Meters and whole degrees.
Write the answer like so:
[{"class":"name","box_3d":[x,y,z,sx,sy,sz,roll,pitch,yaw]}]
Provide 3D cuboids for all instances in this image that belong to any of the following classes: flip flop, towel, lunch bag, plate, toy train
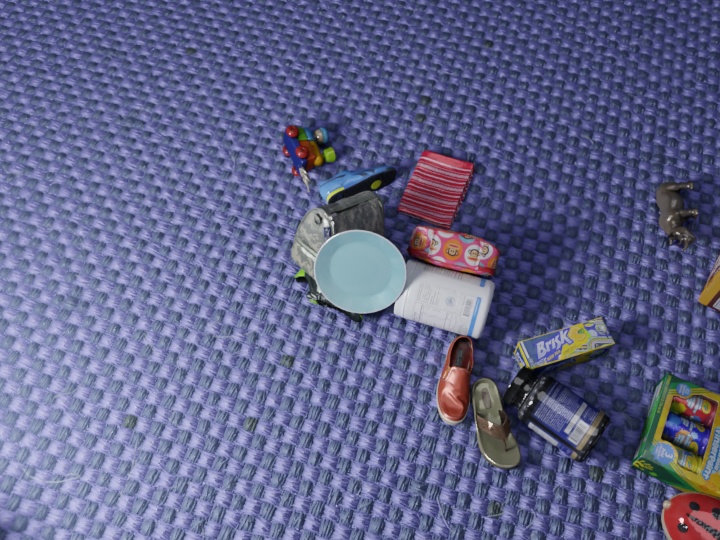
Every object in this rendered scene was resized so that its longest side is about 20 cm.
[{"class":"flip flop","box_3d":[0.276,0.311,1.553,0.080,0.058,0.202,-7,60,-4]},{"class":"towel","box_3d":[0.189,-0.205,1.870,0.143,0.023,0.201,19,62,12]},{"class":"lunch bag","box_3d":[0.206,-0.044,1.698,0.198,0.176,0.083,15,91,-1]},{"class":"plate","box_3d":[0.000,0.000,1.598,0.198,0.202,0.026,5,30,4]},{"class":"toy train","box_3d":[-0.113,-0.277,1.887,0.115,0.085,0.201,-13,60,-22]},{"class":"lunch bag","box_3d":[-0.045,-0.085,1.684,0.139,0.169,0.199,40,42,26]}]

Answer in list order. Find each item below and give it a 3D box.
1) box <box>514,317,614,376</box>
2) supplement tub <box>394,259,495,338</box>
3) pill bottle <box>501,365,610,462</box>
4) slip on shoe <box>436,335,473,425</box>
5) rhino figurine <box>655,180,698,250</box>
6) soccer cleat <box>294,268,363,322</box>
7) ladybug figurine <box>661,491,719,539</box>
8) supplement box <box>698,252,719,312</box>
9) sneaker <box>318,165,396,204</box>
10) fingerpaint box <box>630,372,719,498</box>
[{"class":"box","box_3d":[0.439,0.169,1.630,0.198,0.064,0.071,-16,61,-8]},{"class":"supplement tub","box_3d":[0.185,0.062,1.655,0.198,0.132,0.133,16,61,10]},{"class":"pill bottle","box_3d":[0.393,0.287,1.535,0.199,0.112,0.112,35,66,18]},{"class":"slip on shoe","box_3d":[0.204,0.228,1.600,0.073,0.061,0.202,12,62,5]},{"class":"rhino figurine","box_3d":[0.757,-0.132,1.800,0.087,0.060,0.202,-6,59,19]},{"class":"soccer cleat","box_3d":[-0.071,0.059,1.702,0.081,0.068,0.200,-40,60,-10]},{"class":"ladybug figurine","box_3d":[0.665,0.499,1.421,0.199,0.072,0.136,29,81,16]},{"class":"supplement box","box_3d":[0.901,0.013,1.675,0.199,0.133,0.198,29,64,16]},{"class":"sneaker","box_3d":[-0.009,-0.228,1.860,0.198,0.066,0.079,-22,59,-12]},{"class":"fingerpaint box","box_3d":[0.664,0.336,1.526,0.166,0.074,0.201,24,63,13]}]
